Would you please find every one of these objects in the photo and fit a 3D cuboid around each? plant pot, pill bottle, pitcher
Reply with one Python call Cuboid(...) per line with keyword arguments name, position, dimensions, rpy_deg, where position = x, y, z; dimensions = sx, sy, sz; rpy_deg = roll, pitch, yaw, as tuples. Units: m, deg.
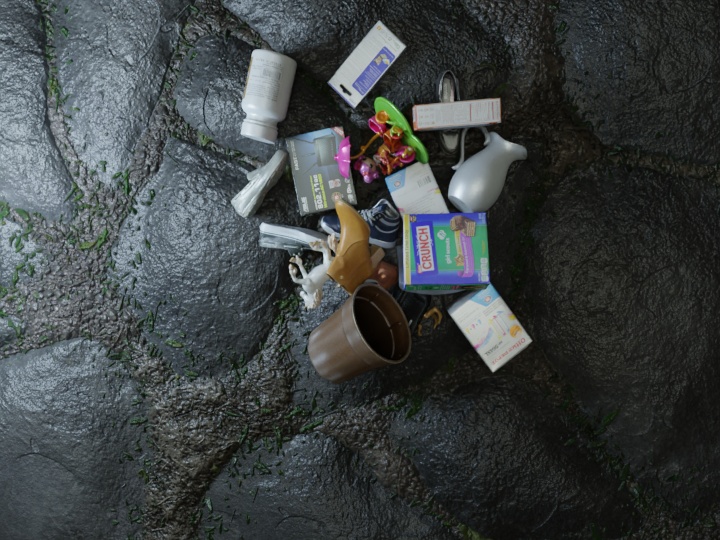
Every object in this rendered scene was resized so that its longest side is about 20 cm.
Cuboid(name="plant pot", position=(-0.012, 0.165, 1.515), dimensions=(0.197, 0.200, 0.202), rpy_deg=(-34, 93, 35))
Cuboid(name="pill bottle", position=(-0.230, -0.422, 1.533), dimensions=(0.112, 0.114, 0.205), rpy_deg=(13, 95, 1))
Cuboid(name="pitcher", position=(0.284, -0.250, 1.533), dimensions=(0.170, 0.121, 0.201), rpy_deg=(37, 84, 12))

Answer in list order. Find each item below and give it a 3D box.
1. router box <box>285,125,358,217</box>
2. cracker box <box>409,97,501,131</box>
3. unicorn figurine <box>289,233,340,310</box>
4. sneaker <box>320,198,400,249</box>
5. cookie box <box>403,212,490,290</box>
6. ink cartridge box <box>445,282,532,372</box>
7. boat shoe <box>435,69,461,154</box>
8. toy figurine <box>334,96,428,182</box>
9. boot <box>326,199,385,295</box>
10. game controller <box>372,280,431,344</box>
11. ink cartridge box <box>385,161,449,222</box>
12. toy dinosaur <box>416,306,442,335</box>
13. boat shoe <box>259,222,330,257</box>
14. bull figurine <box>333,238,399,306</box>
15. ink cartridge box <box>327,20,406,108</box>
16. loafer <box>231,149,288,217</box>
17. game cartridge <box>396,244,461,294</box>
Cuboid(name="router box", position=(-0.094, -0.247, 1.567), dimensions=(0.146, 0.062, 0.205), rpy_deg=(-12, 94, 4))
Cuboid(name="cracker box", position=(0.218, -0.362, 1.463), dimensions=(0.194, 0.134, 0.059), rpy_deg=(-4, 100, -1))
Cuboid(name="unicorn figurine", position=(-0.112, 0.012, 1.538), dimensions=(0.198, 0.074, 0.138), rpy_deg=(-34, 110, 19))
Cuboid(name="sneaker", position=(0.005, -0.128, 1.545), dimensions=(0.195, 0.071, 0.110), rpy_deg=(14, 133, -4))
Cuboid(name="cookie box", position=(0.198, -0.043, 1.471), dimensions=(0.194, 0.075, 0.176), rpy_deg=(-1, 75, 4))
Cuboid(name="ink cartridge box", position=(0.322, 0.142, 1.548), dimensions=(0.128, 0.125, 0.201), rpy_deg=(-38, 91, 4))
Cuboid(name="boat shoe", position=(0.215, -0.392, 1.547), dimensions=(0.065, 0.057, 0.206), rpy_deg=(-3, 94, 2))
Cuboid(name="toy figurine", position=(0.033, -0.277, 1.489), dimensions=(0.183, 0.151, 0.201), rpy_deg=(-39, 76, -10))
Cuboid(name="boot", position=(-0.035, -0.050, 1.478), dimensions=(0.144, 0.070, 0.202), rpy_deg=(-46, 120, -16))
Cuboid(name="game controller", position=(0.099, 0.121, 1.579), dimensions=(0.103, 0.042, 0.203), rpy_deg=(32, 102, 21))
Cuboid(name="ink cartridge box", position=(0.151, -0.159, 1.561), dimensions=(0.113, 0.068, 0.204), rpy_deg=(-24, 92, 3))
Cuboid(name="toy dinosaur", position=(0.157, 0.096, 1.584), dimensions=(0.104, 0.060, 0.203), rpy_deg=(26, 95, 2))
Cuboid(name="boat shoe", position=(-0.163, -0.070, 1.587), dimensions=(0.195, 0.072, 0.073), rpy_deg=(13, 103, 12))
Cuboid(name="bull figurine", position=(0.000, 0.000, 1.581), dimensions=(0.196, 0.065, 0.124), rpy_deg=(25, 102, 6))
Cuboid(name="ink cartridge box", position=(0.016, -0.509, 1.558), dimensions=(0.094, 0.037, 0.201), rpy_deg=(41, 92, -2))
Cuboid(name="loafer", position=(-0.253, -0.225, 1.565), dimensions=(0.070, 0.070, 0.201), rpy_deg=(41, 103, 6))
Cuboid(name="game cartridge", position=(0.190, -0.006, 1.553), dimensions=(0.194, 0.041, 0.136), rpy_deg=(-2, 55, 2))
